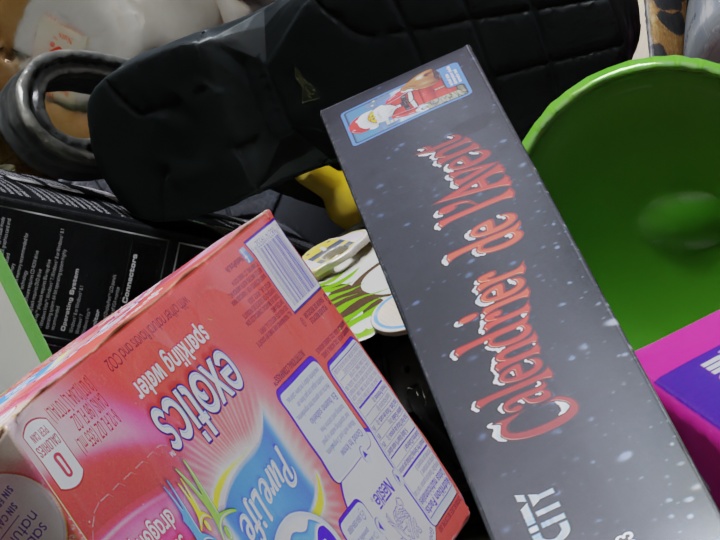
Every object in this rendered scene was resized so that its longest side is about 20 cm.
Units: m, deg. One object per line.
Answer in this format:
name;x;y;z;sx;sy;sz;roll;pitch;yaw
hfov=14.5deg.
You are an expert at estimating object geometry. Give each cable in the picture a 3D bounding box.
cable;-0.040;-0.062;1.018;0.199;0.098;0.050;16;-30;-42

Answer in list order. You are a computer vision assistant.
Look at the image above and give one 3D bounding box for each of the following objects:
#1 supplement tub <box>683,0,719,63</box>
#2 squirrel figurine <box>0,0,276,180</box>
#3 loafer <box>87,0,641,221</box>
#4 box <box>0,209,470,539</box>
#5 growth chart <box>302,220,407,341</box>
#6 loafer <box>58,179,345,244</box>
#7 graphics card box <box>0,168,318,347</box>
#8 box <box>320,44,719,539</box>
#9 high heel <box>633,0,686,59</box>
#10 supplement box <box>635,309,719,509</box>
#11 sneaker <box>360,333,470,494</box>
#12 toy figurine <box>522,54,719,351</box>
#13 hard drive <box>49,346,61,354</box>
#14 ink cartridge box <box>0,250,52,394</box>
supplement tub;0.172;-0.136;0.946;0.122;0.123;0.201;-14;52;28
squirrel figurine;-0.090;-0.103;1.279;0.199;0.142;0.186;-19;-1;36
loafer;0.006;-0.069;0.910;0.199;0.073;0.072;-9;14;33
box;-0.055;0.071;0.671;0.094;0.103;0.200;-34;4;20
growth chart;0.000;0.000;0.863;0.200;0.018;0.145;-35;15;-25
loafer;-0.022;-0.033;1.119;0.199;0.072;0.063;-11;0;-3
graphics card box;-0.105;-0.004;0.986;0.199;0.051;0.125;10;4;-23
box;0.050;0.058;0.555;0.038;0.137;0.200;-23;30;1
high heel;0.070;-0.068;0.969;0.071;0.143;0.200;-5;24;46
supplement box;0.173;0.030;0.611;0.199;0.104;0.101;-27;17;-8
sneaker;0.030;0.048;0.812;0.099;0.071;0.200;-29;13;-7
toy figurine;0.143;-0.026;0.775;0.199;0.151;0.184;-4;8;7
hard drive;-0.154;0.035;1.136;0.139;0.038;0.200;-12;21;32
ink cartridge box;-0.181;0.067;0.881;0.199;0.146;0.084;-8;24;40
